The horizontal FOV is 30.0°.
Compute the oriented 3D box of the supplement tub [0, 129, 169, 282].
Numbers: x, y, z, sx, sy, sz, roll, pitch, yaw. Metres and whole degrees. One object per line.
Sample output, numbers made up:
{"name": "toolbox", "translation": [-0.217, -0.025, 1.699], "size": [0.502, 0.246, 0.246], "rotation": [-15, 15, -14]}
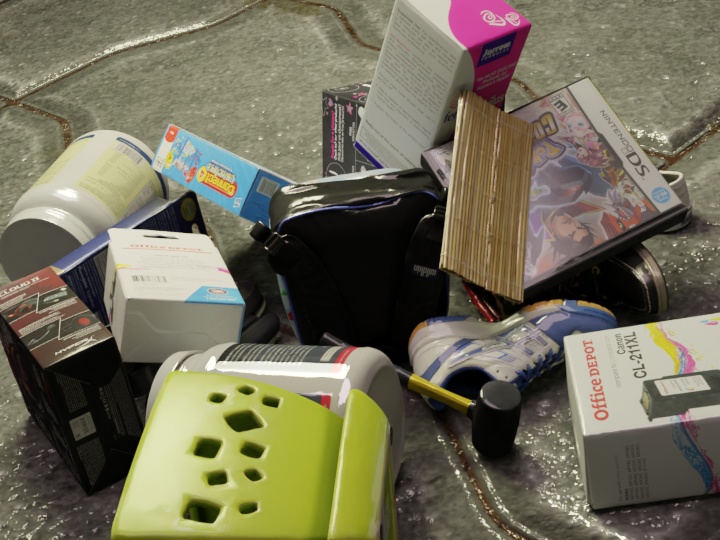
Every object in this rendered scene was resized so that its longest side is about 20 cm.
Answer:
{"name": "supplement tub", "translation": [-0.325, -0.061, 1.590], "size": [0.144, 0.146, 0.200], "rotation": [-1, 33, 20]}

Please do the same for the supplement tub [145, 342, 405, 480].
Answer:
{"name": "supplement tub", "translation": [-0.072, 0.135, 1.175], "size": [0.198, 0.141, 0.141], "rotation": [1, 33, 21]}

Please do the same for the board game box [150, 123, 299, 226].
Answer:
{"name": "board game box", "translation": [-0.104, -0.082, 1.509], "size": [0.195, 0.199, 0.056], "rotation": [28, 94, 48]}

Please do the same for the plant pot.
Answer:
{"name": "plant pot", "translation": [-0.065, 0.208, 1.010], "size": [0.180, 0.201, 0.200], "rotation": [-1, 31, 6]}

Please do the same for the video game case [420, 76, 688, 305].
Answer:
{"name": "video game case", "translation": [0.187, -0.082, 1.314], "size": [0.199, 0.026, 0.181], "rotation": [-25, 65, -13]}

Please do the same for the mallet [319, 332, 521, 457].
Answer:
{"name": "mallet", "translation": [0.053, 0.095, 1.199], "size": [0.199, 0.066, 0.041], "rotation": [28, 45, 14]}

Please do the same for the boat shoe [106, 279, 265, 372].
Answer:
{"name": "boat shoe", "translation": [-0.191, 0.058, 1.429], "size": [0.200, 0.064, 0.074], "rotation": [-26, 31, -24]}

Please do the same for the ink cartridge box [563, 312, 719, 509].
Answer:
{"name": "ink cartridge box", "translation": [0.278, 0.113, 1.135], "size": [0.198, 0.083, 0.146], "rotation": [-9, 31, 6]}

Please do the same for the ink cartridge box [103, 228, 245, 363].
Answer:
{"name": "ink cartridge box", "translation": [-0.192, 0.023, 1.342], "size": [0.114, 0.068, 0.200], "rotation": [4, 20, -18]}

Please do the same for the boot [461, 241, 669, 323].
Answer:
{"name": "boot", "translation": [0.200, 0.013, 1.337], "size": [0.150, 0.074, 0.200], "rotation": [-20, 28, -14]}

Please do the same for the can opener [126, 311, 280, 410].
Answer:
{"name": "can opener", "translation": [-0.147, 0.092, 1.356], "size": [0.063, 0.079, 0.200], "rotation": [4, 24, 40]}

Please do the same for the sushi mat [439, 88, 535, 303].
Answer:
{"name": "sushi mat", "translation": [0.121, -0.071, 1.261], "size": [0.012, 0.095, 0.201], "rotation": [-27, 46, 48]}

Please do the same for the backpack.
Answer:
{"name": "backpack", "translation": [0.000, 0.000, 1.324], "size": [0.198, 0.192, 0.154], "rotation": [-7, 24, -1]}

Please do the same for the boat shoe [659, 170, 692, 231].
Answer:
{"name": "boat shoe", "translation": [0.267, -0.090, 1.489], "size": [0.199, 0.066, 0.072], "rotation": [12, 39, 36]}

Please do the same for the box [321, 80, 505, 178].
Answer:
{"name": "box", "translation": [0.061, -0.156, 1.569], "size": [0.199, 0.133, 0.114], "rotation": [-19, 28, -40]}

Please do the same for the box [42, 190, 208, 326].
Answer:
{"name": "box", "translation": [-0.247, 0.005, 1.476], "size": [0.032, 0.122, 0.200], "rotation": [16, 41, 41]}

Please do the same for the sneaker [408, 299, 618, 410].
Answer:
{"name": "sneaker", "translation": [0.147, 0.087, 1.261], "size": [0.198, 0.076, 0.089], "rotation": [-10, 51, 4]}

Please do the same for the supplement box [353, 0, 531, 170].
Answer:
{"name": "supplement box", "translation": [0.079, -0.186, 1.363], "size": [0.101, 0.201, 0.103], "rotation": [-26, 58, -34]}

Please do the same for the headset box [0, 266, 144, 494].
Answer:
{"name": "headset box", "translation": [-0.289, 0.099, 1.311], "size": [0.075, 0.150, 0.200], "rotation": [-25, 32, -22]}
